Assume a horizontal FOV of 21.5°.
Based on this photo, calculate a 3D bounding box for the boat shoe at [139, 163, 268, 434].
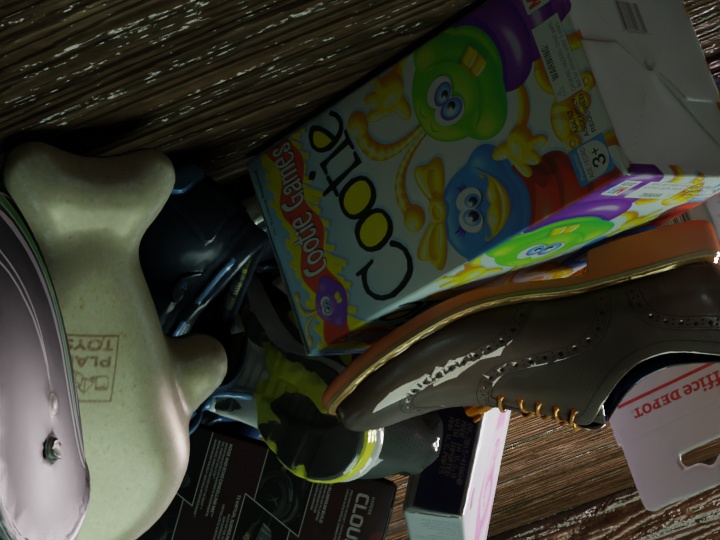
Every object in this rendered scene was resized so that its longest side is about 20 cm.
[{"bbox_3d":[-0.092,0.042,0.934,0.084,0.068,0.201,-46,161,-36],"label":"boat shoe"}]

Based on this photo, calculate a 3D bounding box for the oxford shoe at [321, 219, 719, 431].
[{"bbox_3d":[0.079,0.043,0.873,0.198,0.074,0.071,-21,166,10],"label":"oxford shoe"}]

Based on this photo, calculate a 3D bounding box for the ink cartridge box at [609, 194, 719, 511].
[{"bbox_3d":[0.194,0.029,1.129,0.066,0.202,0.115,-3,160,-48],"label":"ink cartridge box"}]

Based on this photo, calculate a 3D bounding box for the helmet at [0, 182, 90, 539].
[{"bbox_3d":[-0.197,0.027,0.661,0.198,0.192,0.200,-21,-159,9],"label":"helmet"}]

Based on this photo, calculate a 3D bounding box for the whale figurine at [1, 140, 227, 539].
[{"bbox_3d":[-0.139,0.032,0.858,0.158,0.202,0.104,1,-159,-24],"label":"whale figurine"}]

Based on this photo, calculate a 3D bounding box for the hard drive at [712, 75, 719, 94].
[{"bbox_3d":[0.265,-0.063,1.064,0.134,0.043,0.200,16,180,29],"label":"hard drive"}]

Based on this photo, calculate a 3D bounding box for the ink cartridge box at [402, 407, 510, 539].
[{"bbox_3d":[0.070,0.097,1.174,0.043,0.198,0.200,8,153,11],"label":"ink cartridge box"}]

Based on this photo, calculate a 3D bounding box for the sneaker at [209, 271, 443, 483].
[{"bbox_3d":[-0.032,0.060,1.011,0.084,0.200,0.075,18,106,-39],"label":"sneaker"}]

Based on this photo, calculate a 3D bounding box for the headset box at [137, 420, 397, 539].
[{"bbox_3d":[-0.065,0.139,1.129,0.198,0.078,0.149,17,175,-1],"label":"headset box"}]

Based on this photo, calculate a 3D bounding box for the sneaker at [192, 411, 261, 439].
[{"bbox_3d":[-0.130,0.152,1.232,0.085,0.201,0.077,9,149,39],"label":"sneaker"}]

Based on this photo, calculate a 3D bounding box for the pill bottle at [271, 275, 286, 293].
[{"bbox_3d":[0.000,0.066,1.200,0.113,0.115,0.200,-20,166,6],"label":"pill bottle"}]

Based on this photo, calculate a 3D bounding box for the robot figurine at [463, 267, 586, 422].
[{"bbox_3d":[0.111,-0.009,1.025,0.144,0.058,0.201,-29,-159,32],"label":"robot figurine"}]

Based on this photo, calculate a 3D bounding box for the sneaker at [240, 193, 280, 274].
[{"bbox_3d":[0.000,0.000,1.015,0.075,0.085,0.199,-27,163,32],"label":"sneaker"}]

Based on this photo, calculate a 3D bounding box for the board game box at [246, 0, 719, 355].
[{"bbox_3d":[0.059,-0.046,0.880,0.199,0.104,0.104,-30,161,38],"label":"board game box"}]
